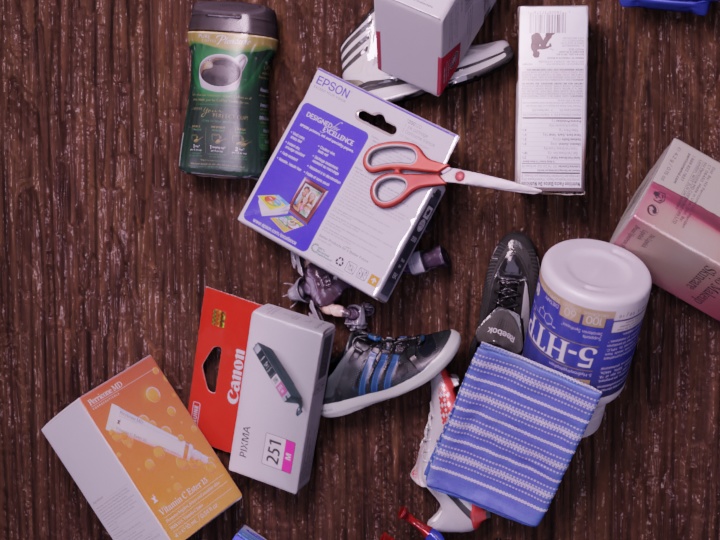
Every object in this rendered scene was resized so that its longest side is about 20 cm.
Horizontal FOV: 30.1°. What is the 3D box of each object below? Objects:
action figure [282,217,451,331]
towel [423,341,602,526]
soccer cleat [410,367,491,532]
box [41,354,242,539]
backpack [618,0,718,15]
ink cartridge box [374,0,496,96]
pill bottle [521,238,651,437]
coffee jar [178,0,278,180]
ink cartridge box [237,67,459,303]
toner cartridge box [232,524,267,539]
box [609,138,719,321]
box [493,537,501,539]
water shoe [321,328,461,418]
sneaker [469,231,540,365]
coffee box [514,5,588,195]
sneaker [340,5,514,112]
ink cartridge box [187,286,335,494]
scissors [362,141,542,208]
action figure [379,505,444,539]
[{"bbox_3d":[0.000,0.000,1.551,0.198,0.069,0.131,-20,97,13],"label":"action figure"},{"bbox_3d":[0.161,0.184,1.461,0.143,0.024,0.202,22,121,5],"label":"towel"},{"bbox_3d":[0.094,0.207,1.548,0.084,0.069,0.202,-12,96,5],"label":"soccer cleat"},{"bbox_3d":[-0.253,0.223,1.555,0.097,0.124,0.201,-36,88,41],"label":"box"},{"bbox_3d":[0.333,-0.388,1.429,0.161,0.168,0.202,10,63,4],"label":"backpack"},{"bbox_3d":[0.096,-0.315,1.437,0.083,0.146,0.201,24,68,14],"label":"ink cartridge box"},{"bbox_3d":[0.239,0.079,1.463,0.118,0.120,0.202,12,124,7],"label":"pill bottle"},{"bbox_3d":[-0.151,-0.208,1.547,0.103,0.085,0.203,6,95,11],"label":"coffee jar"},{"bbox_3d":[-0.010,-0.097,1.506,0.197,0.043,0.201,29,91,22],"label":"ink cartridge box"},{"bbox_3d":[-0.157,0.417,1.609,0.095,0.043,0.201,33,98,4],"label":"toner cartridge box"},{"bbox_3d":[0.384,-0.030,1.445,0.199,0.128,0.110,30,72,6],"label":"box"},{"bbox_3d":[0.157,0.436,1.568,0.142,0.036,0.201,-32,87,9],"label":"box"},{"bbox_3d":[0.018,0.103,1.529,0.199,0.072,0.079,-27,106,20],"label":"water shoe"},{"bbox_3d":[0.163,0.057,1.515,0.066,0.090,0.202,13,95,7],"label":"sneaker"},{"bbox_3d":[0.212,-0.184,1.482,0.079,0.113,0.203,1,94,8],"label":"coffee box"},{"bbox_3d":[0.068,-0.257,1.517,0.198,0.076,0.117,-14,93,11],"label":"sneaker"},{"bbox_3d":[-0.127,0.136,1.551,0.172,0.043,0.202,16,108,19],"label":"ink cartridge box"},{"bbox_3d":[0.096,-0.109,1.443,0.198,0.014,0.074,-4,78,19],"label":"scissors"},{"bbox_3d":[0.114,0.352,1.503,0.199,0.099,0.066,34,98,-1],"label":"action figure"}]
